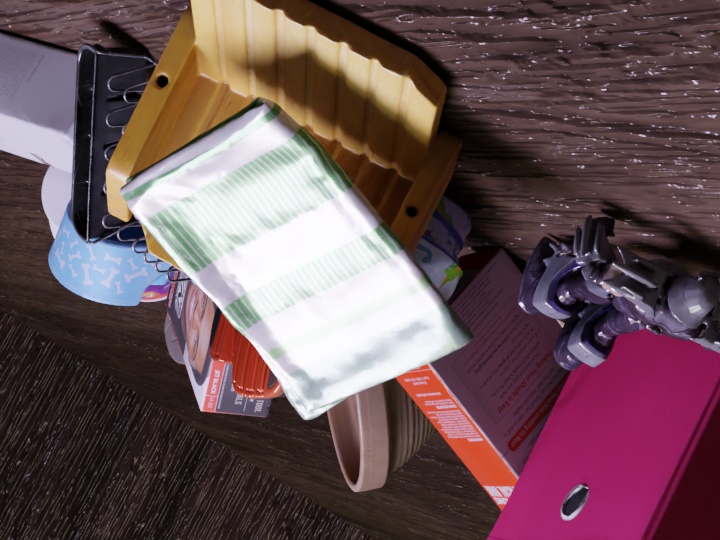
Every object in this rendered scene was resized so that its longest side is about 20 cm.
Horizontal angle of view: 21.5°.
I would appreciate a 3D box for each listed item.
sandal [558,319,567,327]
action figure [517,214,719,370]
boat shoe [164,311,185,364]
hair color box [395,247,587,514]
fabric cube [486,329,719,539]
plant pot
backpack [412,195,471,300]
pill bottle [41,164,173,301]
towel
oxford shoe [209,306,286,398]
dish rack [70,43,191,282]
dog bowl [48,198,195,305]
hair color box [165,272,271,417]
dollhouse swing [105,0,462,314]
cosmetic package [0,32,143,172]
[{"bbox_3d":[0.194,0.100,1.509,0.210,0.070,0.078,28,168,2],"label":"sandal"},{"bbox_3d":[0.175,0.015,1.226,0.130,0.070,0.200,40,161,-17],"label":"action figure"},{"bbox_3d":[-0.105,0.039,1.752,0.073,0.075,0.199,5,158,-41],"label":"boat shoe"},{"bbox_3d":[0.116,0.096,1.427,0.201,0.111,0.064,52,153,-14],"label":"hair color box"},{"bbox_3d":[0.245,0.161,1.339,0.199,0.201,0.196,33,168,-22],"label":"fabric cube"},{"bbox_3d":[0.022,0.083,1.639,0.092,0.203,0.201,-9,172,-9],"label":"plant pot"},{"bbox_3d":[-0.009,-0.017,1.366,0.163,0.154,0.200,39,-174,-24],"label":"backpack"},{"bbox_3d":[-0.211,-0.045,1.686,0.111,0.112,0.200,25,172,15],"label":"pill bottle"},{"bbox_3d":[-0.044,-0.004,1.194,0.152,0.023,0.201,-27,109,37],"label":"towel"},{"bbox_3d":[-0.058,0.054,1.394,0.072,0.072,0.200,13,-173,-16],"label":"oxford shoe"},{"bbox_3d":[-0.137,-0.065,1.362,0.054,0.155,0.200,-14,-148,-34],"label":"dish rack"},{"bbox_3d":[-0.146,-0.024,1.504,0.198,0.050,0.112,0,-145,-17],"label":"dog bowl"},{"bbox_3d":[-0.114,0.030,1.601,0.061,0.103,0.200,7,-158,-18],"label":"hair color box"},{"bbox_3d":[-0.055,-0.068,1.190,0.199,0.183,0.176,28,180,5],"label":"dollhouse swing"},{"bbox_3d":[-0.261,-0.135,1.563,0.199,0.075,0.102,20,166,40],"label":"cosmetic package"}]
